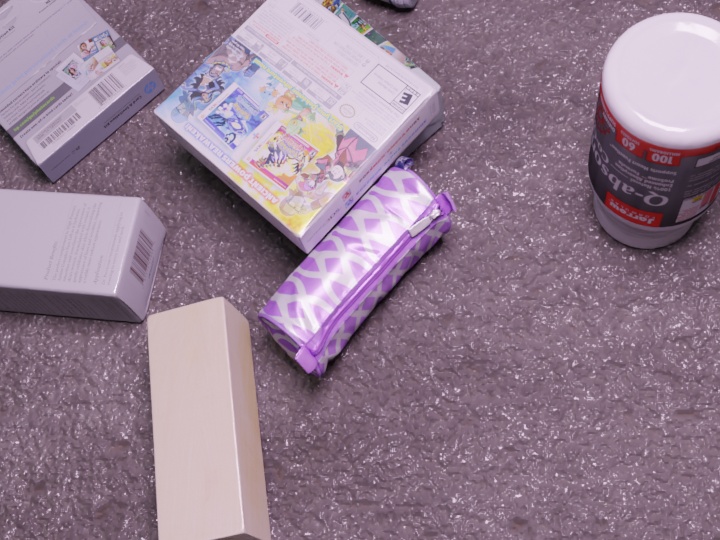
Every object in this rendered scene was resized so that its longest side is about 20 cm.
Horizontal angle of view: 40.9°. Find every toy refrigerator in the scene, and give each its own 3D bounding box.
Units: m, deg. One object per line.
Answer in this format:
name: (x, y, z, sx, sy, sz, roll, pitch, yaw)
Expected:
toy refrigerator: (-0.129, 0.134, 0.824, 0.075, 0.070, 0.203, -15, 64, 10)

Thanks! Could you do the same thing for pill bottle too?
pill bottle: (0.247, -0.103, 0.793, 0.114, 0.201, 0.118, -3, 65, 7)

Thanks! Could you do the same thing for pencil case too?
pencil case: (0.000, 0.000, 0.850, 0.200, 0.084, 0.085, -48, 37, -11)

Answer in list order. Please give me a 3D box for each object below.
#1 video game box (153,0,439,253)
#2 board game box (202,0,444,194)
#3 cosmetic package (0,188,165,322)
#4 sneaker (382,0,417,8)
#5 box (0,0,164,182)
video game box: (-0.058, -0.144, 0.879, 0.199, 0.047, 0.182, 40, 77, 22)
board game box: (-0.037, -0.174, 0.948, 0.147, 0.064, 0.200, -41, 65, -10)
cosmetic package: (-0.296, -0.016, 0.915, 0.196, 0.074, 0.103, 5, 67, 13)
sneaker: (0.051, -0.372, 1.015, 0.070, 0.073, 0.203, 17, 70, 12)
box: (-0.327, -0.211, 1.023, 0.156, 0.041, 0.200, -42, 68, -11)
